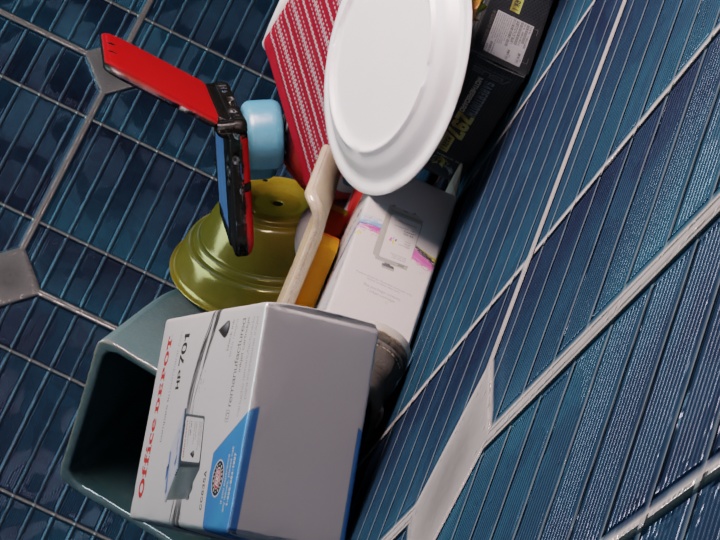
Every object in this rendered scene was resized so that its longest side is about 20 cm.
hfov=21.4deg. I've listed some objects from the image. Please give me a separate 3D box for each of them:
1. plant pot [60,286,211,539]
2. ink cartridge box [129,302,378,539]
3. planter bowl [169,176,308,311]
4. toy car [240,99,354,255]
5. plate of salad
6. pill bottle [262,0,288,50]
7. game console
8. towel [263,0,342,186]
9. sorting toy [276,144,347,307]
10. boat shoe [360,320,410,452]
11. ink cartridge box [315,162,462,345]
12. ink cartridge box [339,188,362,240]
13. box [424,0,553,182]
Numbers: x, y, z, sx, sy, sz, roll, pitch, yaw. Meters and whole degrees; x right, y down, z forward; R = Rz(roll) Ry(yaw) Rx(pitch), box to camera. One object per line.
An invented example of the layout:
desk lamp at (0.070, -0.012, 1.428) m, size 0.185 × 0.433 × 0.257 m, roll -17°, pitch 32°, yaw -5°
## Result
plant pot at (-0.142, 0.127, 1.839) m, size 0.200 × 0.195 × 0.197 m, roll -52°, pitch -13°, yaw -50°
ink cartridge box at (-0.073, 0.105, 1.257) m, size 0.200 × 0.085 × 0.148 m, roll -10°, pitch 68°, yaw 64°
planter bowl at (-0.083, -0.033, 1.839) m, size 0.201 × 0.198 × 0.084 m, roll -71°, pitch -9°, yaw -58°
toy car at (-0.013, -0.051, 1.719) m, size 0.177 × 0.182 × 0.203 m, roll 158°, pitch 107°, yaw -82°
plate of salad at (0.032, -0.153, 1.372) m, size 0.199 × 0.048 × 0.202 m, roll -20°, pitch 66°, yaw 57°
pill bottle at (0.011, -0.233, 1.920) m, size 0.114 × 0.198 × 0.115 m, roll -155°, pitch 90°, yaw -85°
game console at (-0.162, -0.112, 1.667) m, size 0.200 × 0.117 × 0.174 m, roll -118°, pitch 25°, yaw -73°
towel at (-0.027, -0.164, 1.545) m, size 0.200 × 0.022 × 0.146 m, roll 137°, pitch 118°, yaw -64°
sorting toy at (-0.048, 0.017, 1.470) m, size 0.185 × 0.036 × 0.202 m, roll -77°, pitch 5°, yaw -74°
boat shoe at (-0.028, 0.108, 1.323) m, size 0.200 × 0.066 × 0.057 m, roll -56°, pitch 4°, yaw 47°
ink cartridge box at (0.011, 0.008, 1.404) m, size 0.117 × 0.067 × 0.201 m, roll 118°, pitch 175°, yaw -46°
ink cartridge box at (0.000, 0.000, 1.597) m, size 0.117 × 0.067 × 0.201 m, roll -75°, pitch 10°, yaw -60°
box at (0.106, -0.188, 1.452) m, size 0.158 × 0.051 × 0.201 m, roll 121°, pitch 171°, yaw -58°
